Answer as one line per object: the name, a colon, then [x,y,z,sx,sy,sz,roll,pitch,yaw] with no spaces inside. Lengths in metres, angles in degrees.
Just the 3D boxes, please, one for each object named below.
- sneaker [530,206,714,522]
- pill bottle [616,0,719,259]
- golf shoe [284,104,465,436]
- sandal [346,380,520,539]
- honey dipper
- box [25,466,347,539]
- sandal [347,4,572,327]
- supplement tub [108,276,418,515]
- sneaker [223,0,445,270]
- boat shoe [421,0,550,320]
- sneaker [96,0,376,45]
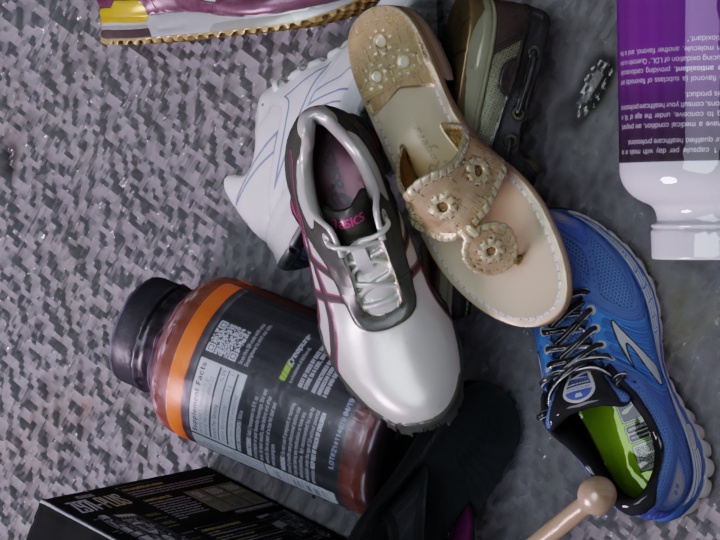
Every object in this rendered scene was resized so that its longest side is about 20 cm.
sneaker: [0.139,0.053,1.496,0.078,0.089,0.200,-30,79,22]
pill bottle: [0.200,-0.107,1.447,0.112,0.112,0.201,0,92,26]
golf shoe: [0.000,0.000,1.478,0.077,0.088,0.201,-22,80,2]
sandal: [0.040,0.153,1.512,0.048,0.075,0.201,2,59,53]
honey dipper: [0.087,0.175,1.514,0.038,0.038,0.200,58,136,13]
box: [-0.091,0.198,1.550,0.163,0.200,0.086,25,102,23]
sandal: [0.040,-0.057,1.464,0.078,0.070,0.212,-34,76,28]
supplement tub: [-0.055,0.069,1.582,0.200,0.107,0.107,22,101,24]
sneaker: [-0.021,-0.099,1.579,0.087,0.074,0.200,40,107,24]
boat shoe: [0.076,-0.063,1.533,0.065,0.073,0.201,4,107,-9]
sneaker: [-0.082,-0.191,1.602,0.199,0.075,0.090,-4,95,25]
